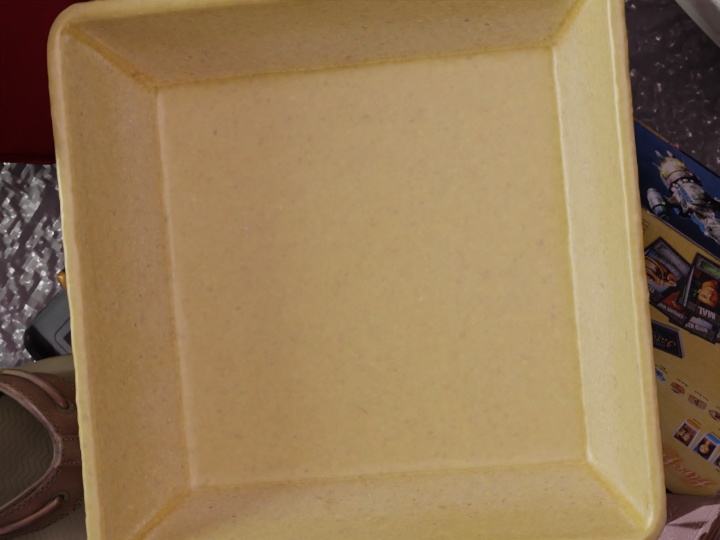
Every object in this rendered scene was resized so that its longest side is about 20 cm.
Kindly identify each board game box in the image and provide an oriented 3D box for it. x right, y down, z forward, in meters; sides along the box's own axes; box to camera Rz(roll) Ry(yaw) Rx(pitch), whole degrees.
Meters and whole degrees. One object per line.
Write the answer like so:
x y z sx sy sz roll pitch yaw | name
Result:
0.106 0.013 0.829 0.200 0.136 0.035 36 55 8 | board game box

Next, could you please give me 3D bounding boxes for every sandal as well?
-0.133 0.067 0.784 0.200 0.057 0.080 5 92 -22 | sandal

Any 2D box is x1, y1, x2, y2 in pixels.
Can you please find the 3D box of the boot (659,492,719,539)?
0.052 0.152 0.842 0.186 0.064 0.200 30 86 -5 | boot

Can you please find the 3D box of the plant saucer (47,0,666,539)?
0.000 0.000 0.762 0.199 0.048 0.201 -5 91 11 | plant saucer

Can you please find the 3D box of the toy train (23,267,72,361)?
-0.037 0.047 0.862 0.200 0.085 0.114 45 99 6 | toy train

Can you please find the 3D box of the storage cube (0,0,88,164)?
-0.201 -0.139 0.834 0.170 0.180 0.201 9 94 5 | storage cube

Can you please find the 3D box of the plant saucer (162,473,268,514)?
-0.021 0.174 0.792 0.199 0.034 0.201 0 77 -2 | plant saucer

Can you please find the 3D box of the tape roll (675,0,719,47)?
0.183 -0.125 0.679 0.203 0.203 0.139 42 85 9 | tape roll
